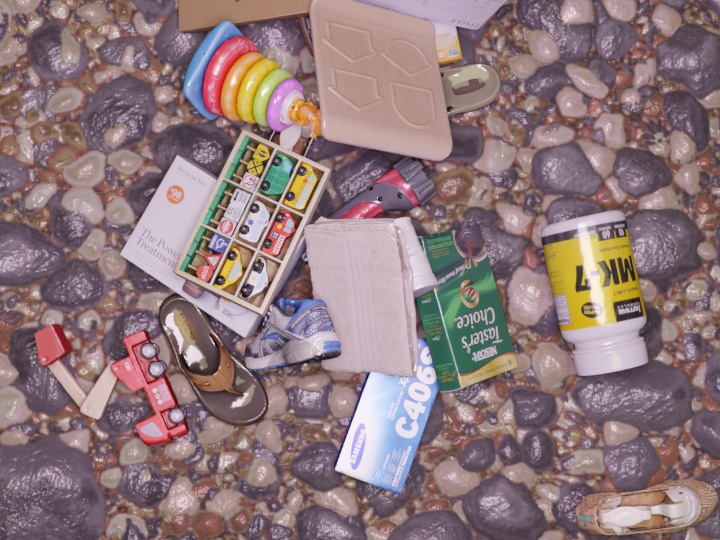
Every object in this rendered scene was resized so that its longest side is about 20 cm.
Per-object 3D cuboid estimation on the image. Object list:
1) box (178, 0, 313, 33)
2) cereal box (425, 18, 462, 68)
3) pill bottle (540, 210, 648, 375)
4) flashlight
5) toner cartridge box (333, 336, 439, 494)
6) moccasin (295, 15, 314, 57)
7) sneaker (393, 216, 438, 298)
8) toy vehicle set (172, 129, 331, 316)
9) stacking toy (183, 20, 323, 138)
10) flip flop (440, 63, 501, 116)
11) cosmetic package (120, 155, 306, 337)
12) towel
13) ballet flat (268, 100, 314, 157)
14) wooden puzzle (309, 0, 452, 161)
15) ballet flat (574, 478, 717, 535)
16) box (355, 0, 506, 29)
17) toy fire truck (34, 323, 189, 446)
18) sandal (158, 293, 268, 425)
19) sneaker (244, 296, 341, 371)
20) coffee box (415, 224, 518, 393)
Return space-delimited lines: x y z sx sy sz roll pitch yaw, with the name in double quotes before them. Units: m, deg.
"box" -0.149 -0.405 1.391 0.198 0.021 0.165 -3 85 22
"cereal box" 0.048 -0.366 1.435 0.143 0.040 0.202 -12 87 -7
"pill bottle" 0.310 0.030 1.392 0.113 0.114 0.202 -12 87 -5
"flashlight" 0.005 -0.069 1.400 0.200 0.068 0.068 -38 101 -6
"toner cartridge box" 0.042 0.182 1.397 0.094 0.043 0.202 20 85 -2
"moccasin" -0.070 -0.375 1.415 0.073 0.078 0.203 -17 84 -20
"sneaker" 0.000 0.000 1.364 0.199 0.073 0.116 -25 80 30
"toy vehicle set" -0.133 -0.059 1.313 0.123 0.027 0.201 24 80 5
"stacking toy" -0.113 -0.221 1.348 0.199 0.110 0.117 27 84 20
"flip flop" 0.097 -0.229 1.420 0.198 0.058 0.082 -18 88 -5
"cosmetic package" -0.186 -0.031 1.364 0.199 0.052 0.152 32 94 7
"towel" 0.001 0.033 1.302 0.131 0.034 0.202 2 108 26
"ballet flat" -0.113 -0.134 1.396 0.067 0.064 0.201 24 85 -2
"wooden puzzle" 0.021 -0.239 1.343 0.184 0.046 0.202 7 65 -27
"ballet flat" 0.386 0.320 1.402 0.198 0.065 0.071 -9 87 -5
"box" 0.092 -0.391 1.330 0.198 0.176 0.098 9 81 -12
"toy fire truck" -0.320 0.146 1.369 0.140 0.049 0.201 -24 89 -5
"sandal" -0.195 0.116 1.377 0.081 0.055 0.201 -31 89 -6
"sneaker" -0.087 0.077 1.327 0.077 0.199 0.086 -5 82 -34
"coffee box" 0.131 0.047 1.382 0.122 0.044 0.202 -11 86 -43
